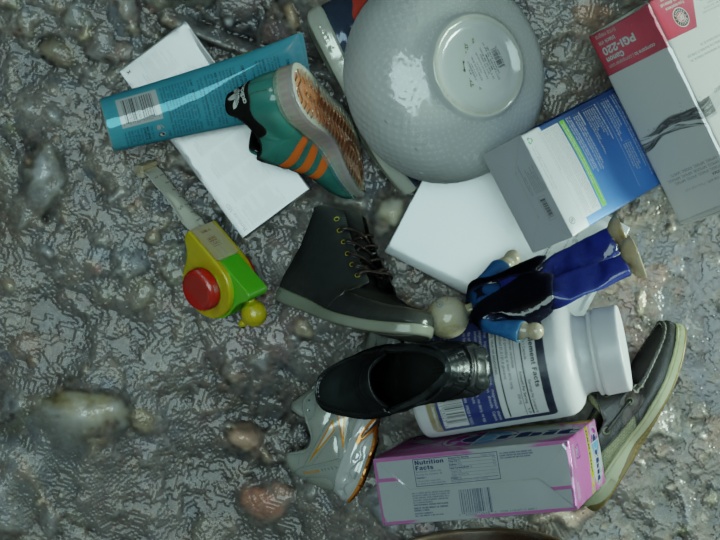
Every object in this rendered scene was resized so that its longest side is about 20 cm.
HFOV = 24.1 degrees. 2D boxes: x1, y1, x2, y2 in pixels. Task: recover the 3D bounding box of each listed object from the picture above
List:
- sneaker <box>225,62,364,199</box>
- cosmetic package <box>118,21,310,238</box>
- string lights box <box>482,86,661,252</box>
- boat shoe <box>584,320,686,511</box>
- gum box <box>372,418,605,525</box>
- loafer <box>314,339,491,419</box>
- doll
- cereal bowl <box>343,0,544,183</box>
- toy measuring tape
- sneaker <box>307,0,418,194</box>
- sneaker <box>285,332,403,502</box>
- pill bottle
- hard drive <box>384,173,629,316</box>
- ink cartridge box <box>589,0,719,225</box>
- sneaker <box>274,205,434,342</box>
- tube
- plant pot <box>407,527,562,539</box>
[{"bbox_3d":[-0.058,-0.125,1.576,0.080,0.200,0.071,-11,59,19],"label":"sneaker"},{"bbox_3d":[-0.140,-0.134,1.630,0.083,0.051,0.200,-36,91,-1],"label":"cosmetic package"},{"bbox_3d":[0.217,-0.104,1.562,0.200,0.059,0.103,-28,92,-39],"label":"string lights box"},{"bbox_3d":[0.247,0.133,1.622,0.065,0.073,0.200,26,93,-5],"label":"boat shoe"},{"bbox_3d":[0.116,0.189,1.581,0.200,0.113,0.066,-8,93,21],"label":"gum box"},{"bbox_3d":[0.026,0.096,1.525,0.201,0.070,0.068,-13,77,43],"label":"loafer"},{"bbox_3d":[0.155,0.014,1.549,0.200,0.136,0.048,-23,122,3],"label":"doll"},{"bbox_3d":[0.089,-0.184,1.564,0.200,0.083,0.200,2,86,-24],"label":"cereal bowl"},{"bbox_3d":[-0.161,-0.016,1.638,0.074,0.074,0.200,-43,74,3],"label":"toy measuring tape"},{"bbox_3d":[0.025,-0.174,1.614,0.084,0.075,0.200,-26,95,-2],"label":"sneaker"},{"bbox_3d":[-0.016,0.118,1.630,0.092,0.076,0.200,18,92,5],"label":"sneaker"},{"bbox_3d":[0.149,0.089,1.589,0.200,0.111,0.111,-10,92,12],"label":"pill bottle"},{"bbox_3d":[0.142,-0.030,1.640,0.200,0.026,0.132,28,93,0],"label":"hard drive"},{"bbox_3d":[0.320,-0.162,1.567,0.146,0.085,0.200,-28,90,-42],"label":"ink cartridge box"},{"bbox_3d":[0.000,0.000,1.575,0.075,0.200,0.106,16,90,-44],"label":"sneaker"},{"bbox_3d":[-0.142,-0.161,1.583,0.200,0.050,0.077,-15,111,-5],"label":"tube"},{"bbox_3d":[0.112,0.368,1.585,0.200,0.200,0.198,-3,100,2],"label":"plant pot"}]
